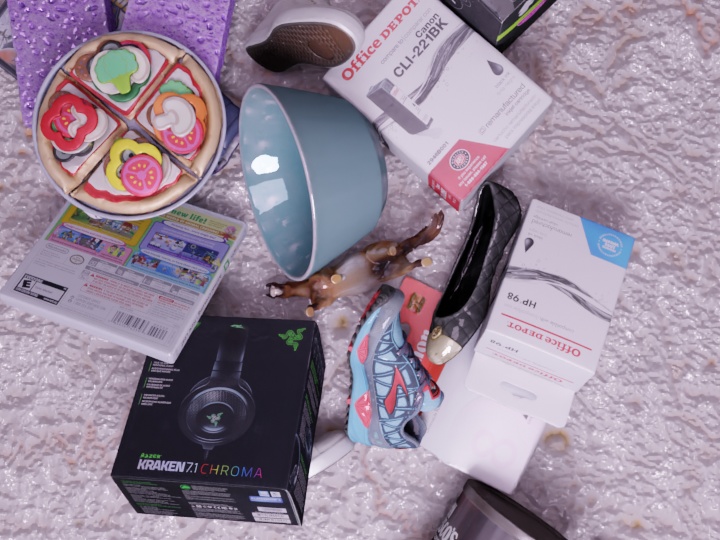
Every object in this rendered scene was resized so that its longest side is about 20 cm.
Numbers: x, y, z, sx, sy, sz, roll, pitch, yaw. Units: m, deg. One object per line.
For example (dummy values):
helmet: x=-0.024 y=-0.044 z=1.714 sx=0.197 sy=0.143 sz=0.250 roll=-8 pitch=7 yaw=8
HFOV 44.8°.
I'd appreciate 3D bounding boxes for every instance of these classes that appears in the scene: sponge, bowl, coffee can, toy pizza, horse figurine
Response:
sponge: x=-0.328 y=-0.265 z=0.964 sx=0.111 sy=0.030 sz=0.201 roll=-10 pitch=86 yaw=5
bowl: x=-0.042 y=-0.100 z=0.897 sx=0.105 sy=0.201 sz=0.202 roll=-16 pitch=85 yaw=-21
coffee can: x=0.115 y=0.334 z=0.869 sx=0.146 sy=0.146 sz=0.201 roll=33 pitch=90 yaw=6
sponge: x=-0.196 y=-0.293 z=0.958 sx=0.111 sy=0.030 sz=0.201 roll=7 pitch=70 yaw=1
toy pizza: x=-0.237 y=-0.151 z=0.890 sx=0.199 sy=0.032 sz=0.201 roll=0 pitch=84 yaw=-1
horse figurine: x=0.000 y=0.000 z=0.920 sx=0.199 sy=0.133 sz=0.050 roll=-25 pitch=95 yaw=-8

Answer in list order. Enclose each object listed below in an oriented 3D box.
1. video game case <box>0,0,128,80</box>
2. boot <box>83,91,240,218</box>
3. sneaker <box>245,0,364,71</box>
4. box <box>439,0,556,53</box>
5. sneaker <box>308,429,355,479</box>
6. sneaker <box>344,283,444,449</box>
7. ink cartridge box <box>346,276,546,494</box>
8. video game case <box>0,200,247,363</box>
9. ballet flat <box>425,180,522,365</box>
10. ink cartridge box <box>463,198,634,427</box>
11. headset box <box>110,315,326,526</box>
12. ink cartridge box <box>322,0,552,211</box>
video game case: x=-0.313 y=-0.270 z=0.998 sx=0.200 sy=0.026 sz=0.181 roll=37 pitch=91 yaw=6
boot: x=-0.205 y=-0.119 z=0.946 sx=0.090 sy=0.073 sz=0.200 roll=36 pitch=78 yaw=2
sneaker: x=-0.051 y=-0.259 z=0.894 sx=0.073 sy=0.200 sz=0.085 roll=38 pitch=78 yaw=-32
box: x=0.169 y=-0.341 z=0.898 sx=0.200 sy=0.149 sz=0.124 roll=-44 pitch=85 yaw=2
sneaker: x=-0.108 y=0.195 z=0.932 sx=0.199 sy=0.073 sz=0.085 roll=-20 pitch=88 yaw=5
sneaker: x=0.042 y=0.100 z=0.873 sx=0.095 sy=0.079 sz=0.201 roll=14 pitch=130 yaw=15
ink cartridge box: x=0.105 y=0.119 z=0.932 sx=0.199 sy=0.057 sz=0.163 roll=26 pitch=89 yaw=1
video game case: x=-0.247 y=-0.009 z=0.928 sx=0.199 sy=0.022 sz=0.183 roll=18 pitch=56 yaw=10
ballet flat: x=0.108 y=0.002 z=0.904 sx=0.057 sy=0.066 sz=0.201 roll=32 pitch=75 yaw=-32
ink cartridge box: x=0.191 y=0.042 z=0.883 sx=0.115 sy=0.067 sz=0.201 roll=21 pitch=66 yaw=5
headset box: x=-0.133 y=0.142 z=0.887 sx=0.173 sy=0.093 sz=0.201 roll=3 pitch=53 yaw=8
ink cartridge box: x=0.080 y=-0.185 z=0.931 sx=0.200 sy=0.084 sz=0.144 roll=42 pitch=92 yaw=7
